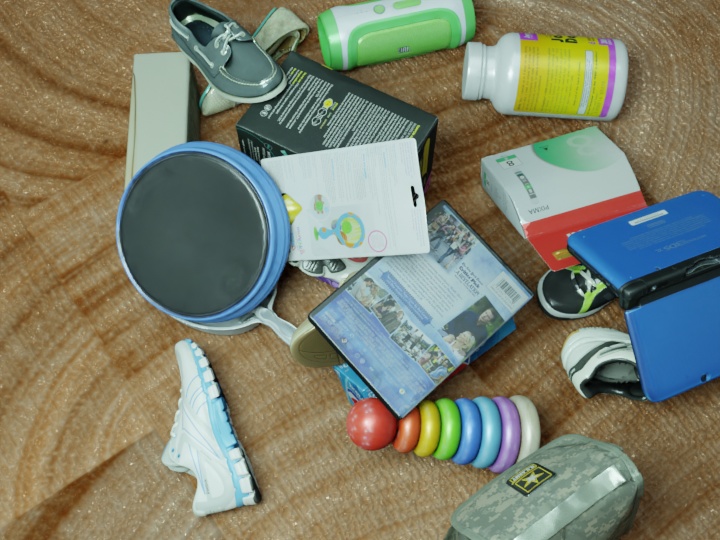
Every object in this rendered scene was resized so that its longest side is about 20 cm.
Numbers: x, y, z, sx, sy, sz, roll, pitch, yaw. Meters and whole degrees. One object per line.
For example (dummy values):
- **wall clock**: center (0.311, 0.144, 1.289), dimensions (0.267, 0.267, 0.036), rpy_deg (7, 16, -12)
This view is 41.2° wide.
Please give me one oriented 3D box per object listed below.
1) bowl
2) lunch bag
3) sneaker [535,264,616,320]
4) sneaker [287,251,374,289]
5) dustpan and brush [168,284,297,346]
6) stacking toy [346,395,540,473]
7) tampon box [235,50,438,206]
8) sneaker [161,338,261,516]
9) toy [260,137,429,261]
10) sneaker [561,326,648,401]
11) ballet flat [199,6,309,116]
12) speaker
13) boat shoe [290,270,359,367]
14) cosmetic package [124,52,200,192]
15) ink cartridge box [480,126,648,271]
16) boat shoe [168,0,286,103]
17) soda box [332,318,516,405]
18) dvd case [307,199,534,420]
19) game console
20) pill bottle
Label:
- **bowl**: center (-0.177, -0.040, 1.048), dimensions (0.200, 0.039, 0.202), rpy_deg (2, 98, 16)
- **lunch bag**: center (0.175, 0.245, 0.925), dimensions (0.164, 0.200, 0.118), rpy_deg (-31, 68, -15)
- **sneaker**: center (0.298, -0.008, 1.120), dimensions (0.199, 0.083, 0.072), rpy_deg (-20, 65, -11)
- **sneaker**: center (0.000, 0.000, 1.119), dimensions (0.200, 0.083, 0.081), rpy_deg (33, 86, -2)
- **dustpan and brush**: center (-0.128, 0.039, 1.099), dimensions (0.200, 0.057, 0.140), rpy_deg (39, 69, 17)
- **stacking toy**: center (0.082, 0.169, 1.002), dimensions (0.199, 0.085, 0.086), rpy_deg (5, 62, -15)
- **tampon box**: center (-0.025, -0.137, 1.141), dimensions (0.199, 0.150, 0.127), rpy_deg (27, 67, 12)
- **sneaker**: center (-0.179, 0.169, 1.029), dimensions (0.086, 0.075, 0.201), rpy_deg (-21, 65, -5)
- **toy**: center (-0.011, -0.074, 1.021), dimensions (0.199, 0.047, 0.116), rpy_deg (-3, 100, 32)
- **sneaker**: center (0.325, 0.110, 1.052), dimensions (0.199, 0.076, 0.088), rpy_deg (-5, 30, 6)
- **ballet flat**: center (-0.133, -0.269, 1.255), dimensions (0.062, 0.067, 0.200), rpy_deg (32, 67, 3)
- **speaker**: center (0.047, -0.322, 1.272), dimensions (0.199, 0.089, 0.089), rpy_deg (-14, 64, -8)
- **boat shoe**: center (0.006, 0.035, 1.044), dimensions (0.199, 0.072, 0.065), rpy_deg (-31, 40, -11)
- **cosmetic package**: center (-0.239, -0.156, 1.173), dimensions (0.073, 0.104, 0.201), rpy_deg (-3, 62, -2)
- **ink cartridge box**: center (0.254, -0.091, 1.138), dimensions (0.160, 0.050, 0.200), rpy_deg (-16, 36, -10)
- **boat shoe**: center (-0.161, -0.258, 1.111), dimensions (0.073, 0.062, 0.200), rpy_deg (-39, 53, -14)
- **soda box**: center (0.073, 0.085, 1.066), dimensions (0.200, 0.064, 0.068), rpy_deg (-35, 35, -16)
- **dvd case**: center (0.064, 0.037, 0.995), dimensions (0.200, 0.018, 0.143), rpy_deg (-40, 80, -16)
- **game console**: center (0.347, 0.021, 1.046), dimensions (0.199, 0.119, 0.171), rpy_deg (-18, 39, -18)
- **pill bottle**: center (0.233, -0.250, 1.229), dimensions (0.199, 0.104, 0.105), rpy_deg (4, 63, 0)
